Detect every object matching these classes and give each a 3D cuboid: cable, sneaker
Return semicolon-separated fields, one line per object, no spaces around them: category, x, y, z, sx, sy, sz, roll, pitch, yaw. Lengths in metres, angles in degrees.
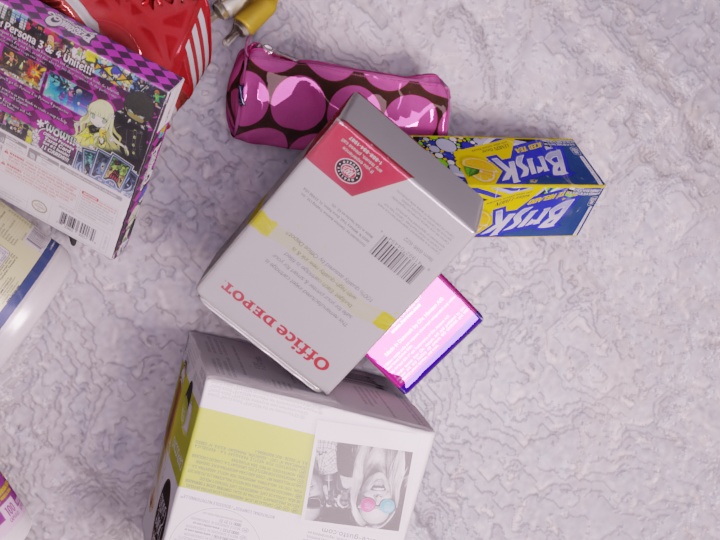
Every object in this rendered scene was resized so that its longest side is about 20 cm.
cable;-0.062;-0.283;1.470;0.200;0.050;0.097;-30;84;-16
sneaker;-0.207;-0.225;1.417;0.200;0.078;0.116;51;62;-34

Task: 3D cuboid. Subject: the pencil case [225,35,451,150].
pencil case;-0.018;-0.147;1.459;0.199;0.091;0.094;7;110;-13

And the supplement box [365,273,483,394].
supplement box;0.000;0.000;1.476;0.103;0.101;0.200;-44;101;1

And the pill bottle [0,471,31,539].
pill bottle;-0.383;0.171;1.435;0.112;0.112;0.200;-32;102;-3

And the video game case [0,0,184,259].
video game case;-0.263;-0.128;1.383;0.200;0.036;0.182;28;125;6

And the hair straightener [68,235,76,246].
hair straightener;-0.257;-0.120;1.450;0.077;0.041;0.201;-4;99;-8

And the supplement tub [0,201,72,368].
supplement tub;-0.362;-0.012;1.396;0.200;0.145;0.145;37;91;-11

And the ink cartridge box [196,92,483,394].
ink cartridge box;-0.018;-0.021;1.354;0.145;0.083;0.200;39;113;-8

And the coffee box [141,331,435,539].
coffee box;-0.072;0.187;1.441;0.199;0.200;0.199;14;96;-11

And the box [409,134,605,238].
box;0.113;-0.073;1.456;0.199;0.070;0.064;-2;135;-31
